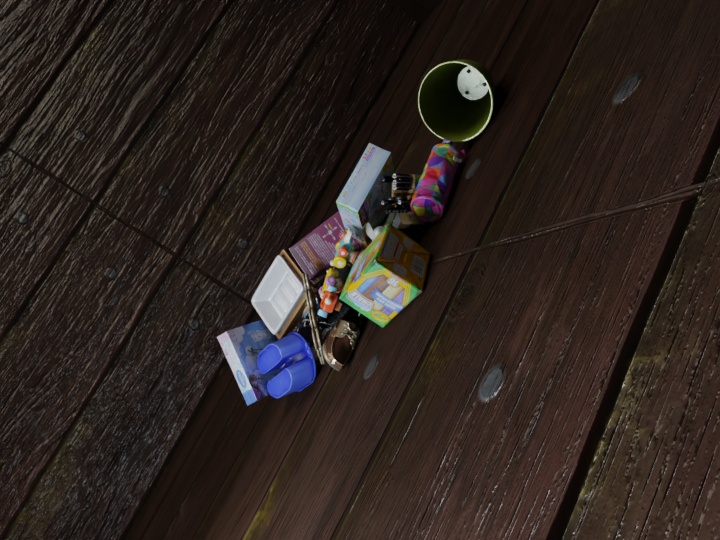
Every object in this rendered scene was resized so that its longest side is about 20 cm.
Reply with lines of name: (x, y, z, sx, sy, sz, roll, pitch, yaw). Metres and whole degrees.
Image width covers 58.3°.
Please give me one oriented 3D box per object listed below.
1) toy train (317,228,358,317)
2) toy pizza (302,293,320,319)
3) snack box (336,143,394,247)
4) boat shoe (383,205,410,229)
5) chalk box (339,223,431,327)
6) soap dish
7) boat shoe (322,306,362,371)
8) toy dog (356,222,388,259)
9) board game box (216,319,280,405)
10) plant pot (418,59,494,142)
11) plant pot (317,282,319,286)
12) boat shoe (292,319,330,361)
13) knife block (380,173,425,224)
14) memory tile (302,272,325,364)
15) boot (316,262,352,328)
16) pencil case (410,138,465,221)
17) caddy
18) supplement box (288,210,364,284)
toy train: (-0.043, 0.011, 1.457, 0.150, 0.055, 0.204, -179, 110, -78)
toy pizza: (-0.092, 0.065, 1.821, 0.199, 0.032, 0.200, -39, -8, -7)
snack box: (0.020, -0.177, 1.553, 0.171, 0.067, 0.201, -61, -16, -17)
boat shoe: (0.099, -0.158, 1.730, 0.201, 0.067, 0.076, -85, 18, -62)
chalk box: (0.042, 0.023, 1.395, 0.200, 0.123, 0.126, -46, 17, 42)
soap dish: (-0.214, 0.069, 1.842, 0.080, 0.158, 0.202, 0, -48, -51)
boat shoe: (-0.038, 0.151, 1.523, 0.072, 0.075, 0.202, -47, 18, 31)
toy dog: (0.054, -0.054, 1.521, 0.097, 0.131, 0.199, -59, 13, -27)
board game box: (-0.286, 0.248, 1.794, 0.043, 0.202, 0.199, -30, -6, 25)
plant pot: (0.260, -0.441, 1.601, 0.187, 0.187, 0.200, -47, 1, 37)
plant pot: (-0.108, 0.008, 1.942, 0.199, 0.187, 0.188, -37, 20, 24)
boat shoe: (-0.123, 0.152, 1.788, 0.203, 0.092, 0.074, -62, 14, -16)
knife block: (0.115, -0.205, 1.543, 0.063, 0.177, 0.202, 3, 51, 29)
memory tile: (-0.112, 0.117, 1.583, 0.154, 0.016, 0.204, 81, 178, -61)
boot: (-0.072, 0.079, 1.608, 0.166, 0.065, 0.202, -59, 14, 31)
pencil case: (0.181, -0.211, 1.512, 0.088, 0.087, 0.203, -38, 24, 56)
caddy: (-0.188, 0.250, 1.707, 0.104, 0.144, 0.200, -19, -13, -36)
supplement box: (-0.078, -0.067, 1.710, 0.198, 0.104, 0.131, -37, -4, -4)
